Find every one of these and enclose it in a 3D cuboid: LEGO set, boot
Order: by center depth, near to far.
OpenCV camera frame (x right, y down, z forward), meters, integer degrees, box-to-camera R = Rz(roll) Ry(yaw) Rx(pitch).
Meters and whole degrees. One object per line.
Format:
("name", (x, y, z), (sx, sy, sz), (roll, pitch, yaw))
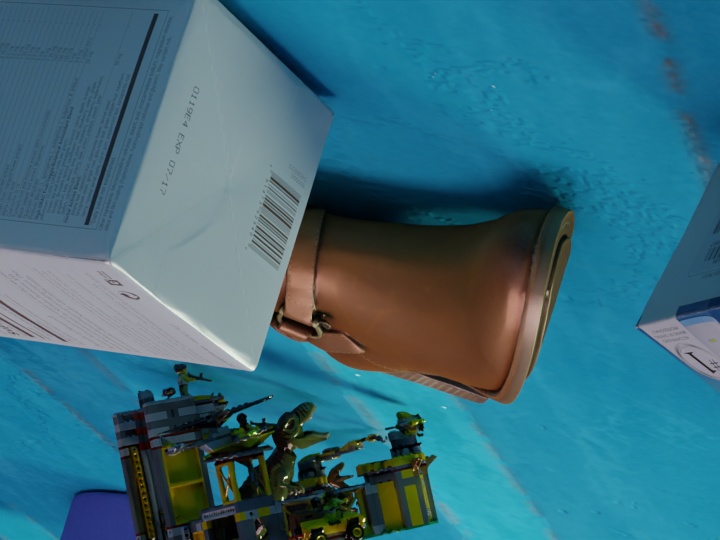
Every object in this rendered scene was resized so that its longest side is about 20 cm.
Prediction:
("boot", (0.000, 0.000, 1.126), (0.154, 0.074, 0.200), (22, 160, -5))
("LEGO set", (-0.052, 0.100, 1.495), (0.153, 0.117, 0.200), (-10, 175, -18))

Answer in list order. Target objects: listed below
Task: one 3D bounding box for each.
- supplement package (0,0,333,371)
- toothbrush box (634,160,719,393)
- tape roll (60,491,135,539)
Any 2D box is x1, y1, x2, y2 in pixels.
("supplement package", (-0.132, -0.042, 1.035), (0.199, 0.114, 0.110), (7, 161, 32))
("toothbrush box", (0.220, 0.034, 0.928), (0.200, 0.086, 0.146), (37, 157, -19))
("tape roll", (-0.125, 0.225, 1.979), (0.199, 0.066, 0.200), (16, 164, 5))
